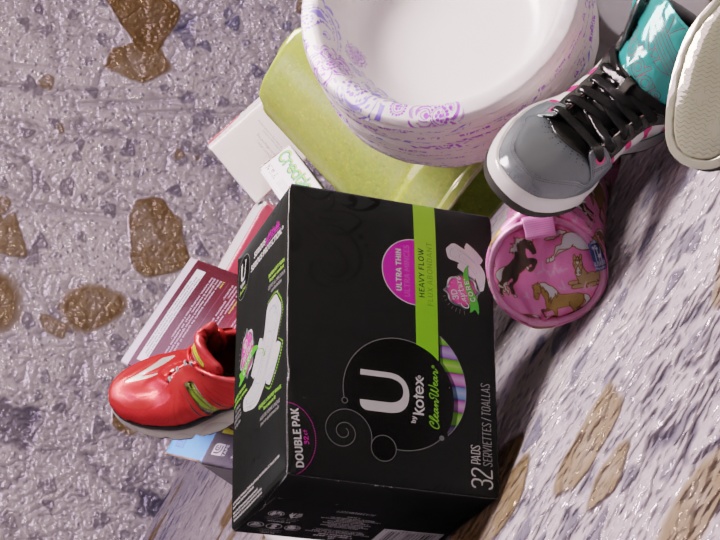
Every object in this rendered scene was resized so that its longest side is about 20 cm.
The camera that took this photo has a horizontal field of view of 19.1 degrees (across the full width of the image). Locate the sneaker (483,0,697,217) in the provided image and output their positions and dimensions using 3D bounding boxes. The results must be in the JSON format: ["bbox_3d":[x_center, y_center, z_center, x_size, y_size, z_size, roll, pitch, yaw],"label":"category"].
[{"bbox_3d":[0.167,-0.112,1.346,0.200,0.084,0.121,-34,-14,-44],"label":"sneaker"}]

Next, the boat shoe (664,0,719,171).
[{"bbox_3d":[0.238,-0.145,1.240,0.068,0.072,0.201,32,-101,-60],"label":"boat shoe"}]

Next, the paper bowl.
[{"bbox_3d":[0.066,-0.165,1.480,0.201,0.200,0.104,-62,-27,-15],"label":"paper bowl"}]

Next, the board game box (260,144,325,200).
[{"bbox_3d":[0.000,0.000,1.634,0.035,0.126,0.200,-38,42,2],"label":"board game box"}]

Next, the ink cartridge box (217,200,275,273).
[{"bbox_3d":[-0.036,0.051,1.836,0.146,0.199,0.083,-60,9,-3],"label":"ink cartridge box"}]

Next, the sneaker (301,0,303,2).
[{"bbox_3d":[0.017,-0.246,1.737,0.085,0.075,0.200,-59,32,-8],"label":"sneaker"}]

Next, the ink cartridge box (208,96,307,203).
[{"bbox_3d":[-0.038,-0.151,1.863,0.200,0.068,0.116,-41,8,0],"label":"ink cartridge box"}]

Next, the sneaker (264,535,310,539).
[{"bbox_3d":[-0.004,0.135,1.550,0.115,0.073,0.201,39,102,44],"label":"sneaker"}]

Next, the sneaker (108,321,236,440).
[{"bbox_3d":[-0.109,0.071,1.596,0.199,0.085,0.077,-10,51,27],"label":"sneaker"}]

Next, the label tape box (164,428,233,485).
[{"bbox_3d":[-0.040,0.116,1.710,0.199,0.063,0.145,6,60,42],"label":"label tape box"}]

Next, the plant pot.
[{"bbox_3d":[0.031,-0.119,1.621,0.200,0.184,0.200,-48,-11,-12],"label":"plant pot"}]

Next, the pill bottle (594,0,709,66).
[{"bbox_3d":[0.186,-0.194,1.587,0.110,0.109,0.200,-61,6,-8],"label":"pill bottle"}]

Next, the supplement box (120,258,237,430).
[{"bbox_3d":[-0.083,0.070,1.682,0.199,0.061,0.109,19,69,43],"label":"supplement box"}]

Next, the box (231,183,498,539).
[{"bbox_3d":[0.001,0.066,1.406,0.124,0.148,0.201,132,142,-59],"label":"box"}]

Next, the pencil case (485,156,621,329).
[{"bbox_3d":[0.133,-0.042,1.444,0.086,0.083,0.200,-43,12,26],"label":"pencil case"}]
